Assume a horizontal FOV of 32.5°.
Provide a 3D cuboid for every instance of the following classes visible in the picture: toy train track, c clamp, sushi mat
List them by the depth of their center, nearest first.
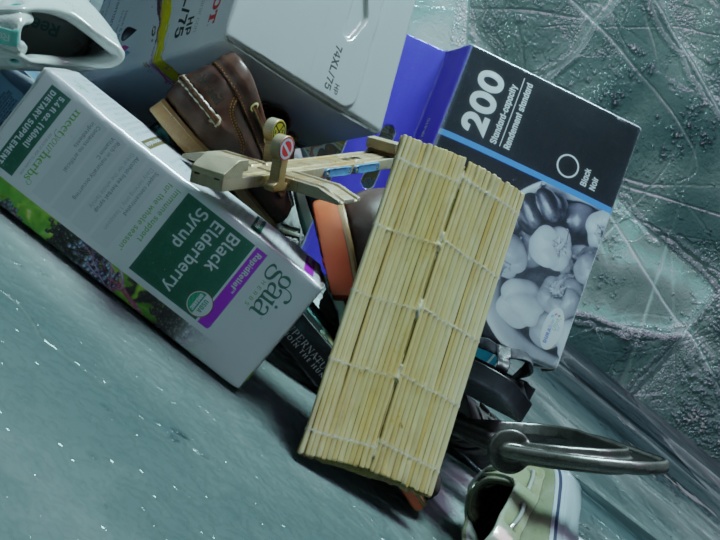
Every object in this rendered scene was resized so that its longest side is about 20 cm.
[{"bbox_3d":[0.033,0.026,0.726,0.096,0.200,0.012,24,-14,-25],"label":"sushi mat"},{"bbox_3d":[-0.029,-0.074,0.752,0.115,0.033,0.200,18,17,29],"label":"toy train track"},{"bbox_3d":[0.099,0.113,0.810,0.171,0.027,0.200,10,-3,-17],"label":"c clamp"}]

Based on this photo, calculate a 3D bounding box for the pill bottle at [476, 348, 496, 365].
[{"bbox_3d":[0.105,0.020,1.115,0.111,0.200,0.111,39,6,-5],"label":"pill bottle"}]

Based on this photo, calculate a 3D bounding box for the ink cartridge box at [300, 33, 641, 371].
[{"bbox_3d":[0.081,-0.055,0.891,0.200,0.198,0.043,23,-12,-8],"label":"ink cartridge box"}]

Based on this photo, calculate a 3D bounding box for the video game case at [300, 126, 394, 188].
[{"bbox_3d":[0.048,-0.042,1.018,0.200,0.182,0.023,0,23,38],"label":"video game case"}]

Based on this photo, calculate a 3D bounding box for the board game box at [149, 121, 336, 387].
[{"bbox_3d":[-0.081,-0.011,0.867,0.200,0.028,0.135,52,2,-23],"label":"board game box"}]

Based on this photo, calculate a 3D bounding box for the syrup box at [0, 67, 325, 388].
[{"bbox_3d":[-0.121,-0.027,0.732,0.200,0.079,0.081,39,6,-5],"label":"syrup box"}]

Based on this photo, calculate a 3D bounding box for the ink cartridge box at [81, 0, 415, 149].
[{"bbox_3d":[-0.082,-0.182,0.910,0.146,0.147,0.200,27,-20,-37],"label":"ink cartridge box"}]

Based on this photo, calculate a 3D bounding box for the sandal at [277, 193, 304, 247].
[{"bbox_3d":[-0.063,-0.027,1.001,0.201,0.080,0.057,18,-28,-10],"label":"sandal"}]

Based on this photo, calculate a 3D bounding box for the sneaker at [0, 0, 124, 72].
[{"bbox_3d":[-0.232,-0.150,0.721,0.200,0.075,0.088,-1,25,-38],"label":"sneaker"}]

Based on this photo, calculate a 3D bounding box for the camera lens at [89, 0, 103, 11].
[{"bbox_3d":[-0.259,-0.254,1.118,0.160,0.160,0.200,44,9,36],"label":"camera lens"}]

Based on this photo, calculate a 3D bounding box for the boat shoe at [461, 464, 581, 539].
[{"bbox_3d":[0.098,0.151,0.780,0.062,0.072,0.200,45,9,-5],"label":"boat shoe"}]

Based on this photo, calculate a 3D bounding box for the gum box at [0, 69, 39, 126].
[{"bbox_3d":[-0.250,-0.133,0.876,0.200,0.045,0.170,43,7,19],"label":"gum box"}]

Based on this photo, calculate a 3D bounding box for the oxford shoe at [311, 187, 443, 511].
[{"bbox_3d":[0.027,0.047,0.756,0.071,0.073,0.200,-138,-147,-87],"label":"oxford shoe"}]

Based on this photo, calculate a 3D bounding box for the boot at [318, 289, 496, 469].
[{"bbox_3d":[0.045,0.086,1.018,0.132,0.070,0.200,43,9,-40],"label":"boot"}]

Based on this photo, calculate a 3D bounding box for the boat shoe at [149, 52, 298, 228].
[{"bbox_3d":[-0.074,-0.083,0.842,0.070,0.070,0.200,47,-3,16],"label":"boat shoe"}]

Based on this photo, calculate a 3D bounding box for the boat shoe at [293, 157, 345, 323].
[{"bbox_3d":[0.000,0.000,0.923,0.075,0.062,0.200,68,0,-72],"label":"boat shoe"}]

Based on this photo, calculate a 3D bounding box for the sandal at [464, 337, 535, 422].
[{"bbox_3d":[0.089,0.066,0.858,0.076,0.043,0.200,28,1,9],"label":"sandal"}]
